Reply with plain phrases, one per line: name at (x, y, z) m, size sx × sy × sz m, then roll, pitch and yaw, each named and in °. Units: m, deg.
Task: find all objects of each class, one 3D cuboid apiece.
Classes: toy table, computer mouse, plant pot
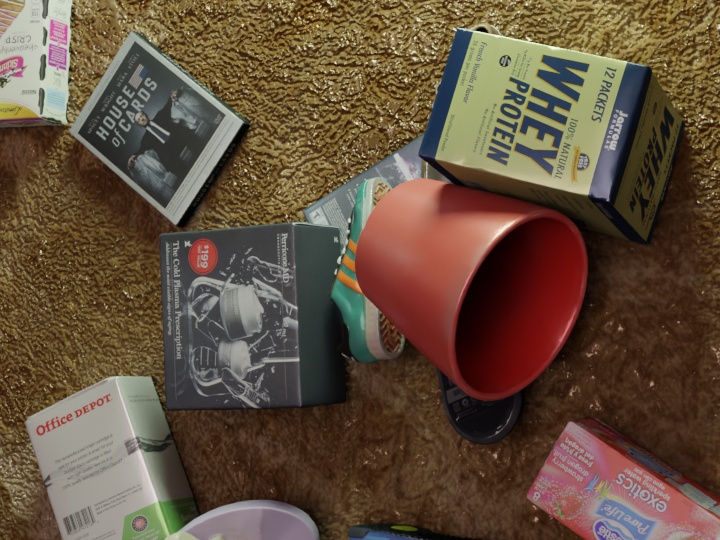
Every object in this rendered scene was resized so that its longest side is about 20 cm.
toy table at (-0.146, 0.337, 1.671) m, size 0.199 × 0.117 × 0.184 m, roll -36°, pitch 101°, yaw 18°
computer mouse at (0.127, 0.090, 1.648) m, size 0.138 × 0.053 × 0.202 m, roll -21°, pitch 68°, yaw 21°
plant pot at (0.102, 0.003, 1.557) m, size 0.177 × 0.200 × 0.202 m, roll 31°, pitch 100°, yaw 41°

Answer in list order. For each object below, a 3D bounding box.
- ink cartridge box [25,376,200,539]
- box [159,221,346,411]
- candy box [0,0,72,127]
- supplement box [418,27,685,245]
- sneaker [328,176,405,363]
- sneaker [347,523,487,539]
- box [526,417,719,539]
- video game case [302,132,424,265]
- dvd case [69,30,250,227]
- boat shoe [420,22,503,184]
ink cartridge box at (-0.288, 0.241, 1.808) m, size 0.145 × 0.084 × 0.201 m, roll -25°, pitch 77°, yaw 21°
box at (-0.120, 0.052, 1.722) m, size 0.181 × 0.104 × 0.202 m, roll -4°, pitch 87°, yaw 28°
candy box at (-0.432, -0.282, 1.923) m, size 0.135 × 0.061 × 0.202 m, roll 0°, pitch 87°, yaw 24°
supplement box at (0.195, -0.130, 1.540) m, size 0.198 × 0.200 × 0.135 m, roll 15°, pitch 85°, yaw 24°
sneaker at (0.000, 0.000, 1.679) m, size 0.079 × 0.071 × 0.202 m, roll -9°, pitch 75°, yaw 34°
sneaker at (0.073, 0.318, 1.647) m, size 0.199 × 0.066 × 0.079 m, roll 8°, pitch 94°, yaw 25°
box at (0.279, 0.239, 1.537) m, size 0.199 × 0.100 × 0.096 m, roll 33°, pitch 100°, yaw 22°
video game case at (0.045, -0.054, 1.710) m, size 0.199 × 0.019 × 0.144 m, roll -31°, pitch 75°, yaw 19°
dvd case at (-0.243, -0.170, 1.848) m, size 0.200 × 0.025 × 0.151 m, roll 39°, pitch 102°, yaw 21°
boat shoe at (0.103, -0.169, 1.646) m, size 0.072 × 0.072 × 0.202 m, roll 12°, pitch 85°, yaw 16°
